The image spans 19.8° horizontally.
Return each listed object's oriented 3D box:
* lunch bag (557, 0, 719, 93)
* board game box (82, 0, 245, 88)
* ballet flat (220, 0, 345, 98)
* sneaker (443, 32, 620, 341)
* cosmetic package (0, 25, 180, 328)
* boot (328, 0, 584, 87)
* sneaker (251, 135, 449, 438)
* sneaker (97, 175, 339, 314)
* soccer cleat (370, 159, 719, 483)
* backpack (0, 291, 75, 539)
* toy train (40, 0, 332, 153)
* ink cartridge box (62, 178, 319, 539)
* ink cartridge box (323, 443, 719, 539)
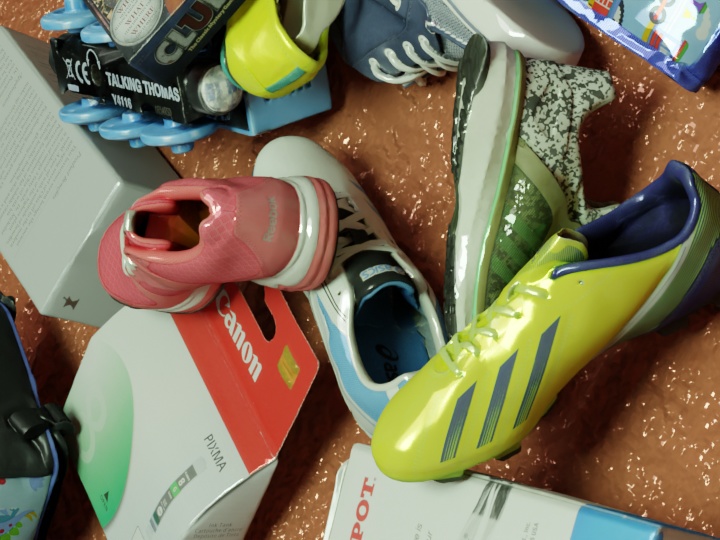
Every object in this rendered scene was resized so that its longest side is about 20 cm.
[{"bbox_3d":[0.145,-0.190,1.010,0.200,0.094,0.151,40,106,33],"label":"lunch bag"},{"bbox_3d":[-0.076,-0.214,1.115,0.200,0.035,0.136,-47,49,10],"label":"board game box"},{"bbox_3d":[-0.027,-0.189,1.130,0.067,0.067,0.201,-12,62,48],"label":"ballet flat"},{"bbox_3d":[0.087,-0.013,1.007,0.077,0.088,0.201,-90,2,-72],"label":"sneaker"},{"bbox_3d":[-0.190,-0.060,1.320,0.102,0.071,0.200,-57,44,17],"label":"cosmetic package"},{"bbox_3d":[0.045,-0.126,1.101,0.091,0.073,0.200,-62,34,21],"label":"boot"},{"bbox_3d":[0.000,0.000,1.089,0.200,0.072,0.073,63,151,30],"label":"sneaker"},{"bbox_3d":[-0.098,-0.023,1.098,0.200,0.087,0.074,-11,73,52],"label":"sneaker"},{"bbox_3d":[0.082,0.021,0.942,0.200,0.084,0.065,-34,42,-2],"label":"soccer cleat"},{"bbox_3d":[-0.279,0.135,1.281,0.183,0.147,0.201,55,136,50],"label":"backpack"},{"bbox_3d":[-0.107,-0.124,1.221,0.200,0.114,0.087,17,121,55],"label":"toy train"},{"bbox_3d":[-0.102,0.073,1.164,0.161,0.050,0.200,59,139,40],"label":"ink cartridge box"},{"bbox_3d":[0.070,0.172,0.956,0.200,0.084,0.147,11,86,49],"label":"ink cartridge box"}]
